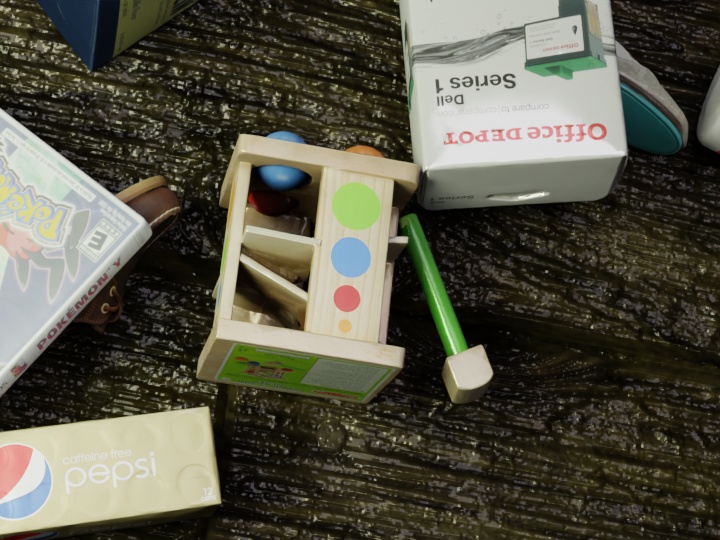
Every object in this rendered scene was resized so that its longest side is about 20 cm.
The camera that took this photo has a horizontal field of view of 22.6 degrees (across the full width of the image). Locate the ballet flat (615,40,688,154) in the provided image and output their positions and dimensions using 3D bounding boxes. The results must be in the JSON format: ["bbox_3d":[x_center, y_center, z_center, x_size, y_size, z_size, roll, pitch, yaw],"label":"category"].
[{"bbox_3d":[0.162,-0.155,1.338,0.198,0.068,0.063,26,62,-4],"label":"ballet flat"}]

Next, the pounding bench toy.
[{"bbox_3d":[0.000,0.000,1.231,0.198,0.124,0.158,9,73,-8],"label":"pounding bench toy"}]

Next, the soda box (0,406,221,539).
[{"bbox_3d":[-0.194,0.139,1.188,0.197,0.064,0.069,-6,76,-12],"label":"soda box"}]

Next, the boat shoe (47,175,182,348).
[{"bbox_3d":[-0.196,0.017,1.218,0.199,0.070,0.070,-38,78,-9],"label":"boat shoe"}]

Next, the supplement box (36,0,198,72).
[{"bbox_3d":[-0.165,-0.292,1.272,0.199,0.134,0.201,-36,85,-17],"label":"supplement box"}]

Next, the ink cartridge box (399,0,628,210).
[{"bbox_3d":[0.103,-0.153,1.257,0.144,0.084,0.202,-5,74,-2],"label":"ink cartridge box"}]

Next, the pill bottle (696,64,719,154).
[{"bbox_3d":[0.360,-0.102,1.336,0.198,0.111,0.112,26,72,-4],"label":"pill bottle"}]

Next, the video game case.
[{"bbox_3d":[-0.266,-0.015,1.190,0.199,0.023,0.182,35,75,25],"label":"video game case"}]
